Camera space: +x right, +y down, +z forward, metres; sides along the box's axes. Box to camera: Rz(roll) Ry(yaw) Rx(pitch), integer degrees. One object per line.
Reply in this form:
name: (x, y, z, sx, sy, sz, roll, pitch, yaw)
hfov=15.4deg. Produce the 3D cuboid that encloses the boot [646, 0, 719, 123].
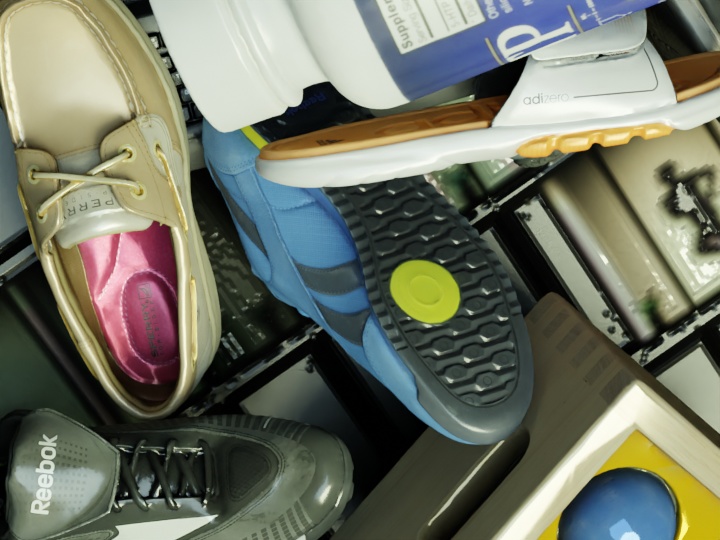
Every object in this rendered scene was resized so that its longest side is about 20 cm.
boot: (0.222, -0.106, 1.152, 0.151, 0.073, 0.200, -44, 114, 2)

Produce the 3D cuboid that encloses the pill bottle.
pill bottle: (0.024, -0.129, 0.987, 0.199, 0.120, 0.120, -21, 105, 10)

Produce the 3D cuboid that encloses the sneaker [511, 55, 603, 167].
sneaker: (0.065, -0.146, 1.125, 0.095, 0.079, 0.201, 7, 92, -12)

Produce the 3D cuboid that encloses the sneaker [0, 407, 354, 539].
sneaker: (-0.103, 0.091, 1.099, 0.199, 0.090, 0.067, -6, 72, 23)

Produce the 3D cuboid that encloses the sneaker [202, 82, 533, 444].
sneaker: (0.000, 0.000, 1.096, 0.066, 0.079, 0.200, -21, 63, -33)

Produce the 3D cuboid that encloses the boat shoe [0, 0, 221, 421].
boat shoe: (-0.105, -0.029, 1.108, 0.073, 0.069, 0.201, -16, 114, 9)

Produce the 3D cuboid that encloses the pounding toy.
pounding toy: (0.096, 0.158, 1.084, 0.184, 0.142, 0.200, 39, 95, -25)

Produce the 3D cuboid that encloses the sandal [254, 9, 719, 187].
sandal: (0.057, -0.077, 1.046, 0.206, 0.079, 0.059, -11, 104, -10)

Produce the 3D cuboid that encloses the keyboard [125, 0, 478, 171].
keyboard: (-0.044, -0.099, 1.134, 0.199, 0.040, 0.105, -16, 105, -6)
